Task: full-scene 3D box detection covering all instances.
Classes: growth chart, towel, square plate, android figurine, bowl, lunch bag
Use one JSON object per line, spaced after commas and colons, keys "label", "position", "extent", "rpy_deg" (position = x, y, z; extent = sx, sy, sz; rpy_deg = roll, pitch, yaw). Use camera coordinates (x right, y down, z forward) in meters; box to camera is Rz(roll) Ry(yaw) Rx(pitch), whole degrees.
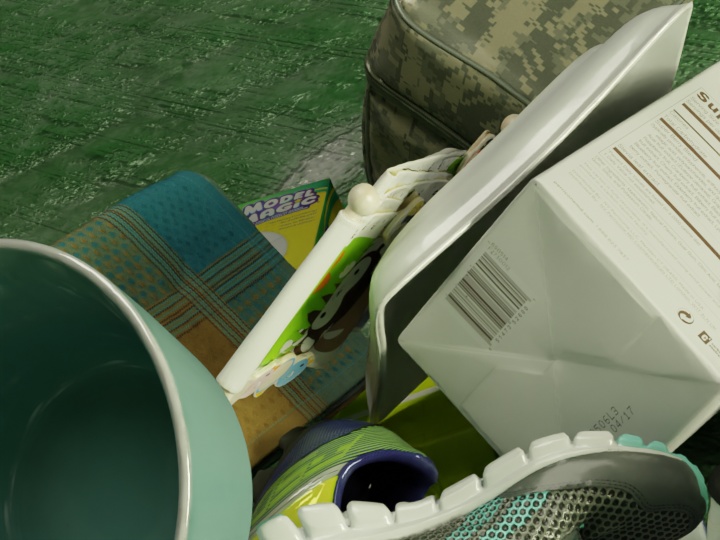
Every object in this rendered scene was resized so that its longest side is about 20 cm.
{"label": "growth chart", "position": [0.000, 0.000, 1.134], "extent": [0.145, 0.018, 0.200], "rpy_deg": [-56, -13, 23]}
{"label": "towel", "position": [-0.083, 0.032, 1.196], "extent": [0.022, 0.147, 0.200], "rpy_deg": [-48, -6, 32]}
{"label": "square plate", "position": [0.069, -0.027, 1.172], "extent": [0.200, 0.028, 0.198], "rpy_deg": [-44, -13, -13]}
{"label": "android figurine", "position": [0.052, 0.062, 1.285], "extent": [0.181, 0.041, 0.200], "rpy_deg": [-20, 22, 7]}
{"label": "bowl", "position": [-0.123, 0.092, 1.033], "extent": [0.200, 0.202, 0.105], "rpy_deg": [-9, -10, 30]}
{"label": "lunch bag", "position": [0.092, -0.116, 1.477], "extent": [0.200, 0.139, 0.168], "rpy_deg": [-47, -11, -38]}

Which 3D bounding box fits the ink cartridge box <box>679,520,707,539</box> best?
{"label": "ink cartridge box", "position": [0.064, 0.181, 1.034], "extent": [0.199, 0.041, 0.200], "rpy_deg": [-22, 24, 5]}

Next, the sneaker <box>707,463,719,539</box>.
{"label": "sneaker", "position": [0.216, 0.096, 0.943], "extent": [0.198, 0.116, 0.081], "rpy_deg": [-1, 29, 10]}

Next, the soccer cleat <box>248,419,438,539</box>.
{"label": "soccer cleat", "position": [-0.033, 0.152, 1.100], "extent": [0.083, 0.065, 0.201], "rpy_deg": [8, 60, 41]}

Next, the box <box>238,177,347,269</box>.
{"label": "box", "position": [-0.069, 0.011, 1.493], "extent": [0.117, 0.049, 0.200], "rpy_deg": [-17, 24, 14]}

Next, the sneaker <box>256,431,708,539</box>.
{"label": "sneaker", "position": [0.050, 0.132, 1.031], "extent": [0.199, 0.078, 0.092], "rpy_deg": [-18, 48, 5]}

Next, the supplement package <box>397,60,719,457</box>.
{"label": "supplement package", "position": [0.136, 0.004, 1.135], "extent": [0.200, 0.120, 0.121], "rpy_deg": [-31, -15, -49]}
